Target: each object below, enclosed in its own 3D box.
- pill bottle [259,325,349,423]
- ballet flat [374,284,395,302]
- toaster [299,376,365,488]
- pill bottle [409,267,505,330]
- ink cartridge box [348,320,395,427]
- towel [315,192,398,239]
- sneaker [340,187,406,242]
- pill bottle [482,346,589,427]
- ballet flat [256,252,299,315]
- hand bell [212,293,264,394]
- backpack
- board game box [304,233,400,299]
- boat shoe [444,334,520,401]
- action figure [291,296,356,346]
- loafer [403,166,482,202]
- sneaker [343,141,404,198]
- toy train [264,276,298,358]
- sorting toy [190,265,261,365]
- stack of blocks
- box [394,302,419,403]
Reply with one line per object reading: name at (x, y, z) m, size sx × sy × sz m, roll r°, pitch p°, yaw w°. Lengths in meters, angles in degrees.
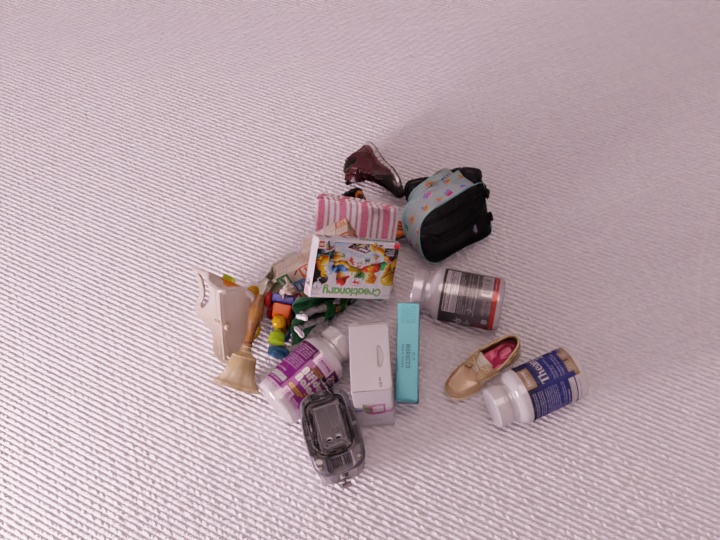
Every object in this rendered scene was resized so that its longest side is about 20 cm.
pill bottle at (-0.108, 0.214, 1.525) m, size 0.112 × 0.113 × 0.200 m, roll 39°, pitch 70°, yaw 23°
ballet flat at (0.000, 0.000, 1.679) m, size 0.200 × 0.076 × 0.063 m, roll 42°, pitch 39°, yaw 19°
toaster at (-0.057, 0.328, 1.445) m, size 0.111 × 0.130 × 0.203 m, roll -17°, pitch 61°, yaw -7°
pill bottle at (0.213, 0.058, 1.593) m, size 0.196 × 0.117 × 0.118 m, roll 11°, pitch 61°, yaw 10°
ink cartridge box at (0.024, 0.213, 1.466) m, size 0.083 × 0.201 × 0.147 m, roll -4°, pitch 59°, yaw 1°
towel at (-0.012, -0.095, 1.684) m, size 0.196 × 0.149 × 0.030 m, roll 10°, pitch 31°, yaw 10°
sneaker at (0.022, -0.129, 1.707) m, size 0.195 × 0.114 × 0.078 m, roll 6°, pitch 38°, yaw 6°
pill bottle at (0.355, 0.242, 1.478) m, size 0.197 × 0.112 × 0.112 m, roll -22°, pitch 60°, yaw -9°
ballet flat at (-0.199, 0.026, 1.668) m, size 0.069 × 0.070 × 0.201 m, roll 28°, pitch 65°, yaw 18°
hand bell at (-0.236, 0.150, 1.537) m, size 0.102 × 0.104 × 0.204 m, roll 14°, pitch 83°, yaw 12°
backpack at (0.188, -0.124, 1.669) m, size 0.199 × 0.178 × 0.153 m, roll -36°, pitch 47°, yaw -18°
board game box at (-0.017, -0.006, 1.543) m, size 0.196 × 0.129 × 0.035 m, roll 2°, pitch 17°, yaw -28°
boat shoe at (0.259, 0.198, 1.535) m, size 0.198 × 0.070 × 0.074 m, roll -35°, pitch 63°, yaw -16°
action figure at (-0.073, 0.085, 1.591) m, size 0.054 × 0.120 × 0.199 m, roll 29°, pitch 31°, yaw 25°
loafer at (0.205, -0.200, 1.775) m, size 0.196 × 0.068 × 0.072 m, roll -14°, pitch 67°, yaw 1°
sneaker at (0.023, -0.228, 1.804) m, size 0.114 × 0.076 × 0.201 m, roll -29°, pitch 52°, yaw -7°
toy train at (-0.171, 0.105, 1.544) m, size 0.083 × 0.201 × 0.118 m, roll 9°, pitch 66°, yaw 1°
sorting toy at (-0.315, 0.072, 1.600) m, size 0.178 × 0.203 × 0.106 m, roll 28°, pitch 40°, yaw 33°
stack of blocks at (-0.090, -0.017, 1.604) m, size 0.197 × 0.116 × 0.059 m, roll -25°, pitch 31°, yaw 12°
box at (0.099, 0.175, 1.519) m, size 0.048 × 0.082 × 0.205 m, roll 1°, pitch 78°, yaw 6°
